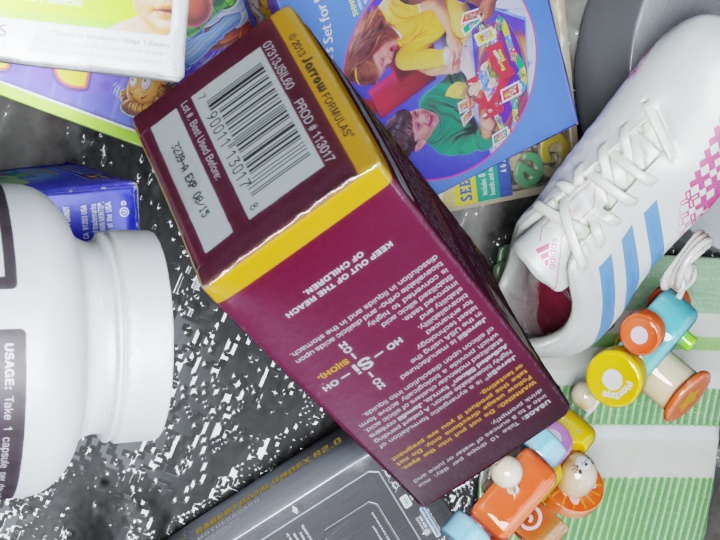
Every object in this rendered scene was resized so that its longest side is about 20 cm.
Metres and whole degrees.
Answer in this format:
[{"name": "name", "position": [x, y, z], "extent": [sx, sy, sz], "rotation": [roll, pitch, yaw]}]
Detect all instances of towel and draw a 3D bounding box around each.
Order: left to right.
[{"name": "towel", "position": [0.134, 0.090, 0.946], "extent": [0.151, 0.023, 0.203], "rotation": [3, 96, -21]}]

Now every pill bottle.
[{"name": "pill bottle", "position": [-0.170, 0.026, 0.593], "extent": [0.197, 0.112, 0.114], "rotation": [-1, 99, -20]}]

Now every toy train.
[{"name": "toy train", "position": [0.122, 0.079, 0.849], "extent": [0.056, 0.150, 0.200], "rotation": [41, 76, 10]}]

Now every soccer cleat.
[{"name": "soccer cleat", "position": [0.123, -0.032, 0.829], "extent": [0.086, 0.070, 0.201], "rotation": [-11, 136, -45]}]

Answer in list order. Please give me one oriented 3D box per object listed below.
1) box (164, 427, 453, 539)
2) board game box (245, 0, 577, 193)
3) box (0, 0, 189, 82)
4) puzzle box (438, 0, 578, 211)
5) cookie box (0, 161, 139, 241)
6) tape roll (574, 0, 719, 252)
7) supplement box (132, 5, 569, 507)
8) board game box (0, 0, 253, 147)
[{"name": "box", "position": [-0.001, 0.195, 0.884], "extent": [0.157, 0.048, 0.201], "rotation": [-32, 108, -1]}, {"name": "board game box", "position": [0.015, -0.135, 0.796], "extent": [0.133, 0.045, 0.202], "rotation": [-27, 119, -16]}, {"name": "box", "position": [-0.129, -0.187, 0.712], "extent": [0.111, 0.101, 0.203], "rotation": [4, 97, -21]}, {"name": "puzzle box", "position": [0.042, -0.131, 0.874], "extent": [0.131, 0.025, 0.203], "rotation": [-11, 102, -18]}, {"name": "cookie box", "position": [-0.205, 0.001, 0.727], "extent": [0.198, 0.171, 0.076], "rotation": [-6, 98, -18]}, {"name": "tape roll", "position": [0.218, -0.108, 0.921], "extent": [0.198, 0.066, 0.203], "rotation": [-4, 100, -20]}, {"name": "supplement box", "position": [0.000, 0.000, 0.730], "extent": [0.085, 0.111, 0.200], "rotation": [-34, 137, 7]}, {"name": "board game box", "position": [-0.135, -0.141, 0.796], "extent": [0.198, 0.045, 0.136], "rotation": [19, 92, -22]}]
